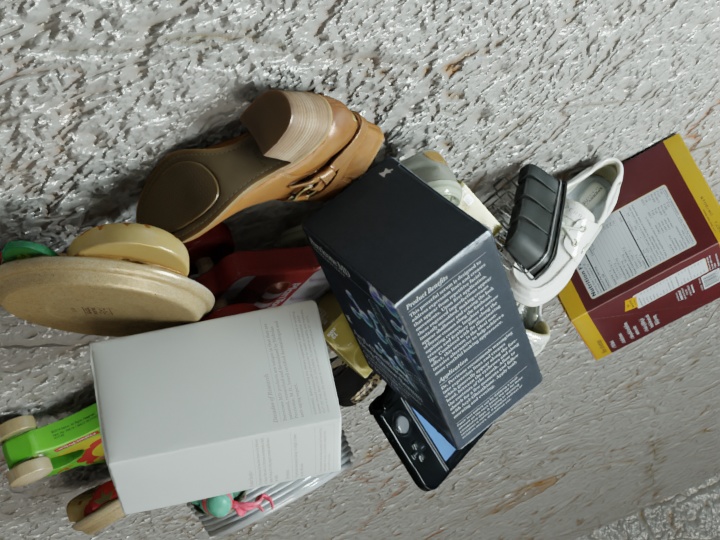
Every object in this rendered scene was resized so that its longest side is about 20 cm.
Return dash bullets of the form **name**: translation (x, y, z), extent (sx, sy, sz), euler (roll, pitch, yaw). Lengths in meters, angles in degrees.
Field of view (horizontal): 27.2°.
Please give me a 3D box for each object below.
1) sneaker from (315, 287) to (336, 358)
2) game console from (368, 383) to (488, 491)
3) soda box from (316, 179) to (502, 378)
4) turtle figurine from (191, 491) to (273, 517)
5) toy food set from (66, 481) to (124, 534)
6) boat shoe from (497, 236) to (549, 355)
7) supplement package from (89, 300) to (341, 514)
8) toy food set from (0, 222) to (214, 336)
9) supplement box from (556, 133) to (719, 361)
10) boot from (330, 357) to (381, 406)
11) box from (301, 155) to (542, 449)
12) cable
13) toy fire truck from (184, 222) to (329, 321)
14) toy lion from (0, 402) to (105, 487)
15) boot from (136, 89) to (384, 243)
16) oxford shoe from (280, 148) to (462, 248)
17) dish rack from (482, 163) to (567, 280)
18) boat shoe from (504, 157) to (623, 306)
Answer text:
- **sneaker**: translation (0.000, 0.000, 1.516), extent (0.200, 0.075, 0.104), euler (-45, -160, -9)
- **game console**: translation (0.110, 0.111, 1.631), extent (0.116, 0.177, 0.200), euler (-23, -167, 46)
- **soda box**: translation (0.040, 0.003, 1.436), extent (0.200, 0.064, 0.068), euler (-47, 114, -3)
- **turtle figurine**: translation (-0.158, 0.206, 1.560), extent (0.148, 0.102, 0.200), euler (-11, -166, -8)
- **toy food set**: translation (-0.252, 0.246, 1.747), extent (0.196, 0.049, 0.200), euler (-28, 176, -14)
- **boat shoe**: translation (0.169, 0.067, 1.609), extent (0.071, 0.069, 0.203), euler (-27, 128, -52)
- **supplement package**: translation (-0.123, 0.119, 1.282), extent (0.197, 0.119, 0.117), euler (-10, 152, -8)
- **toy food set**: translation (-0.221, 0.012, 1.254), extent (0.195, 0.049, 0.200), euler (-2, 163, 15)
- **supplement box**: translation (0.312, -0.020, 1.688), extent (0.198, 0.134, 0.197), euler (-28, 158, 8)
- **boot**: translation (-0.068, 0.132, 1.722), extent (0.199, 0.074, 0.150), euler (-36, 155, 13)
- **box**: translation (0.057, 0.029, 1.303), extent (0.107, 0.148, 0.201), euler (-36, 134, -13)
- **cable**: translation (-0.103, 0.238, 1.712), extent (0.198, 0.070, 0.200), euler (-28, 178, -2)
- **toy fire truck**: translation (-0.117, 0.038, 1.410), extent (0.166, 0.113, 0.200), euler (-4, 151, -40)
- **toy lion**: translation (-0.282, 0.177, 1.625), extent (0.198, 0.069, 0.192), euler (-24, 165, -5)
- **boot**: translation (-0.081, -0.074, 1.262), extent (0.199, 0.074, 0.154), euler (-32, 161, 25)
- **oxford shoe**: translation (0.008, -0.061, 1.402), extent (0.198, 0.059, 0.075), euler (-22, 156, 32)
- **dish rack**: translation (0.119, -0.013, 1.512), extent (0.054, 0.154, 0.200), euler (40, 125, -14)
- **boat shoe**: translation (0.211, -0.048, 1.538), extent (0.201, 0.070, 0.070), euler (-52, 171, -33)
